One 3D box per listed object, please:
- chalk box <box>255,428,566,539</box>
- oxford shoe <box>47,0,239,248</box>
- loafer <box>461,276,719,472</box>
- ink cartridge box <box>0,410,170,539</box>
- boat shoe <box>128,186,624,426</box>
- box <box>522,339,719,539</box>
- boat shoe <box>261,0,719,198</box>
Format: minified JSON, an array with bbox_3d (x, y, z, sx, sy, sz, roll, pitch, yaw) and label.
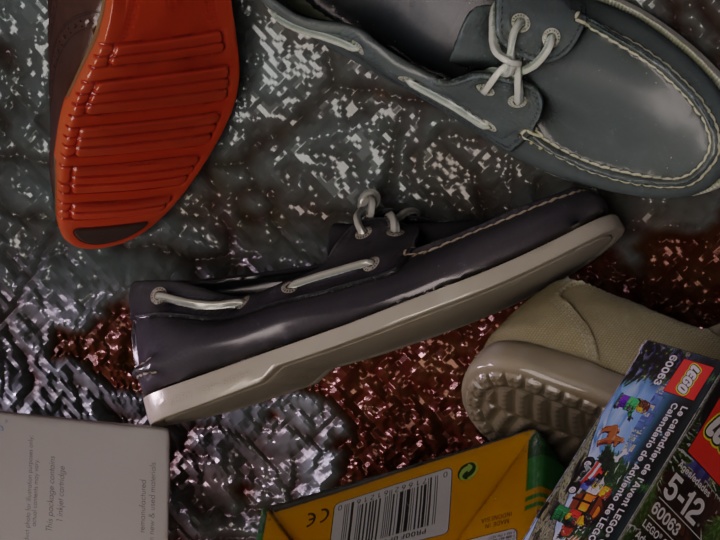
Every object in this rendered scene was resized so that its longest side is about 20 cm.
[{"bbox_3d":[0.054,0.179,0.927,0.125,0.124,0.200,-18,127,24],"label":"chalk box"},{"bbox_3d":[-0.089,-0.102,0.963,0.073,0.071,0.200,47,131,43],"label":"oxford shoe"},{"bbox_3d":[0.139,0.054,0.908,0.200,0.068,0.076,22,147,-2],"label":"loafer"},{"bbox_3d":[-0.185,0.094,0.957,0.117,0.200,0.067,145,129,-62],"label":"ink cartridge box"},{"bbox_3d":[0.000,0.000,0.944,0.200,0.073,0.063,-21,79,16],"label":"boat shoe"},{"bbox_3d":[0.122,0.135,0.838,0.038,0.137,0.200,17,158,48],"label":"box"},{"bbox_3d":[0.046,-0.078,0.909,0.200,0.062,0.073,29,112,10],"label":"boat shoe"}]
